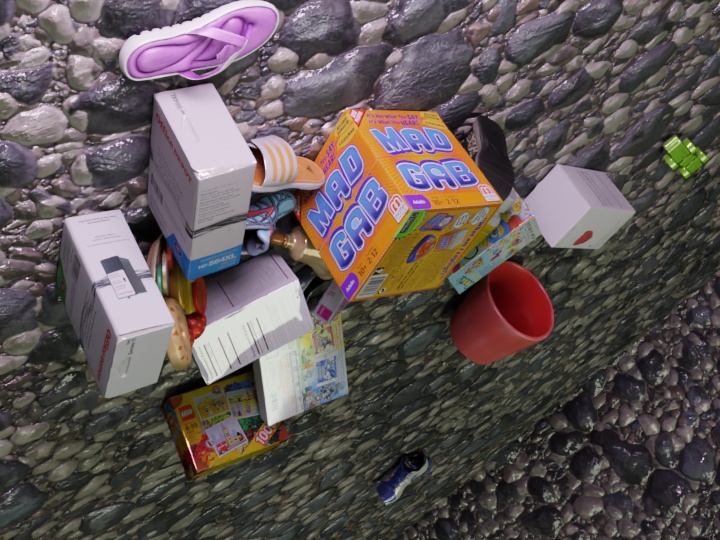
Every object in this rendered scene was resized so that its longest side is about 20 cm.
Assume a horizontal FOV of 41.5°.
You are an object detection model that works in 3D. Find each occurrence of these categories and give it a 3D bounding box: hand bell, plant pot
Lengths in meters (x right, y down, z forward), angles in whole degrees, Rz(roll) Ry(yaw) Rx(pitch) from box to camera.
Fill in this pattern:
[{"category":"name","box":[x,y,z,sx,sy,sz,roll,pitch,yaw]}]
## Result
[{"category":"hand bell","box":[-0.128,-0.048,1.497,0.198,0.105,0.104,8,134,-38]},{"category":"plant pot","box":[0.305,0.107,2.125,0.198,0.202,0.177,-7,153,-41]}]

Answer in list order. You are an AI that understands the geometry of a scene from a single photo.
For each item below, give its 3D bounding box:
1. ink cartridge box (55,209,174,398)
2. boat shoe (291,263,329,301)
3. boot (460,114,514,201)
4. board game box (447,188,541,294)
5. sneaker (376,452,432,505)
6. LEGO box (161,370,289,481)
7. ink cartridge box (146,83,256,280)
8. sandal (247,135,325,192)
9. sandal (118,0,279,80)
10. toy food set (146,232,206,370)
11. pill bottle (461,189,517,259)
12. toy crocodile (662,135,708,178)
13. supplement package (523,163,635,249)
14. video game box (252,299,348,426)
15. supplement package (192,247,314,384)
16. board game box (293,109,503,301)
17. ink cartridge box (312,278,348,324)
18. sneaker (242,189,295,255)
[{"category":"ink cartridge box","box":[-0.331,0.044,1.267,0.082,0.201,0.147,-13,148,-33]},{"category":"boat shoe","box":[-0.059,0.000,1.657,0.199,0.062,0.073,-36,151,2]},{"category":"boot","box":[0.178,-0.141,1.562,0.073,0.205,0.154,25,131,-20]},{"category":"board game box","box":[0.233,-0.066,1.829,0.199,0.104,0.105,-36,154,4]},{"category":"sneaker","box":[0.129,0.618,2.905,0.198,0.081,0.116,-36,151,-10]},{"category":"LEGO box","box":[-0.257,0.291,1.812,0.198,0.151,0.077,-16,165,-32]},{"category":"ink cartridge box","box":[-0.206,-0.111,1.209,0.083,0.147,0.201,-17,150,-27]},{"category":"sandal","box":[-0.111,-0.157,1.330,0.059,0.079,0.206,-49,158,28]},{"category":"sandal","box":[-0.180,-0.254,1.106,0.200,0.050,0.083,-23,152,-21]},{"category":"toy food set","box":[-0.260,0.036,1.360,0.048,0.201,0.200,-5,-177,6]},{"category":"pill bottle","box":[0.179,-0.094,1.709,0.200,0.115,0.114,-44,152,21]},{"category":"toy crocodile","box":[0.716,-0.258,2.111,0.067,0.062,0.199,-44,147,22]},{"category":"supplement package","box":[0.447,-0.127,1.947,0.198,0.121,0.121,0,140,-48]},{"category":"video game box","box":[-0.115,0.169,1.791,0.180,0.047,0.203,-17,116,-26]},{"category":"supplement package","box":[-0.193,0.072,1.538,0.198,0.114,0.111,-26,128,-13]},{"category":"board game box","box":[0.051,-0.102,1.453,0.198,0.201,0.201,-7,143,-42]},{"category":"ink cartridge box","box":[0.000,0.000,1.663,0.200,0.042,0.120,-47,171,-50]},{"category":"sneaker","box":[-0.158,-0.059,1.382,0.199,0.095,0.080,-29,151,-41]}]
